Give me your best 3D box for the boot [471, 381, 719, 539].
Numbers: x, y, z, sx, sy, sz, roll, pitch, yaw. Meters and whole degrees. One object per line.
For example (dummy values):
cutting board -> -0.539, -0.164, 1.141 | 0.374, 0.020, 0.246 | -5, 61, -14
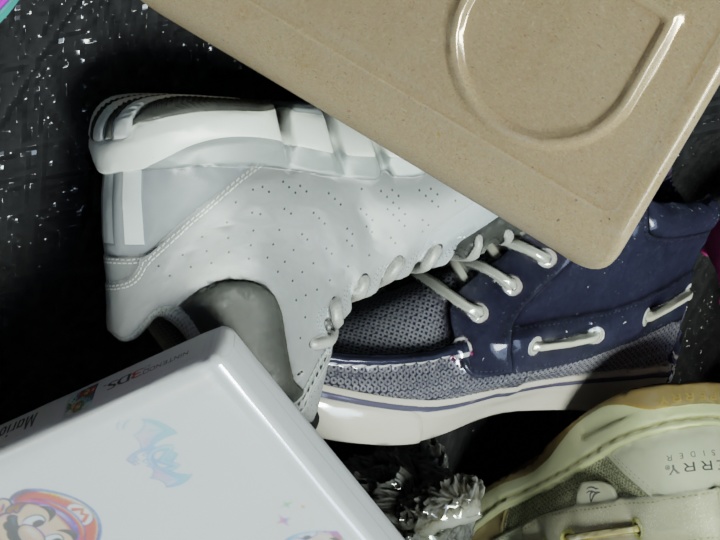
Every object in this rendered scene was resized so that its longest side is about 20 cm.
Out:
boot -> 0.099, 0.146, 1.120 | 0.072, 0.155, 0.200 | -3, 157, -22

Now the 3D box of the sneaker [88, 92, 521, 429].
sneaker -> 0.000, 0.000, 1.004 | 0.199, 0.075, 0.116 | 1, 93, -23

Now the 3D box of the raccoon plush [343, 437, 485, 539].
raccoon plush -> -0.042, 0.100, 1.082 | 0.200, 0.097, 0.134 | 29, 100, -44

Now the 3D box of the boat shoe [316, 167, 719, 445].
boat shoe -> 0.043, 0.003, 1.071 | 0.200, 0.075, 0.093 | -6, 123, -39

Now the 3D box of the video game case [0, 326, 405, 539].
video game case -> -0.063, 0.125, 1.014 | 0.182, 0.024, 0.200 | -24, 119, 26

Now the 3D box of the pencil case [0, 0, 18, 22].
pencil case -> -0.108, -0.109, 0.820 | 0.200, 0.093, 0.085 | -38, 173, 34

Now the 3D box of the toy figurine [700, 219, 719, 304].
toy figurine -> 0.191, 0.050, 1.137 | 0.150, 0.185, 0.200 | -14, 173, -13

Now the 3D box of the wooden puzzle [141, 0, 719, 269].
wooden puzzle -> 0.044, -0.126, 0.914 | 0.200, 0.185, 0.046 | -62, 173, 27
